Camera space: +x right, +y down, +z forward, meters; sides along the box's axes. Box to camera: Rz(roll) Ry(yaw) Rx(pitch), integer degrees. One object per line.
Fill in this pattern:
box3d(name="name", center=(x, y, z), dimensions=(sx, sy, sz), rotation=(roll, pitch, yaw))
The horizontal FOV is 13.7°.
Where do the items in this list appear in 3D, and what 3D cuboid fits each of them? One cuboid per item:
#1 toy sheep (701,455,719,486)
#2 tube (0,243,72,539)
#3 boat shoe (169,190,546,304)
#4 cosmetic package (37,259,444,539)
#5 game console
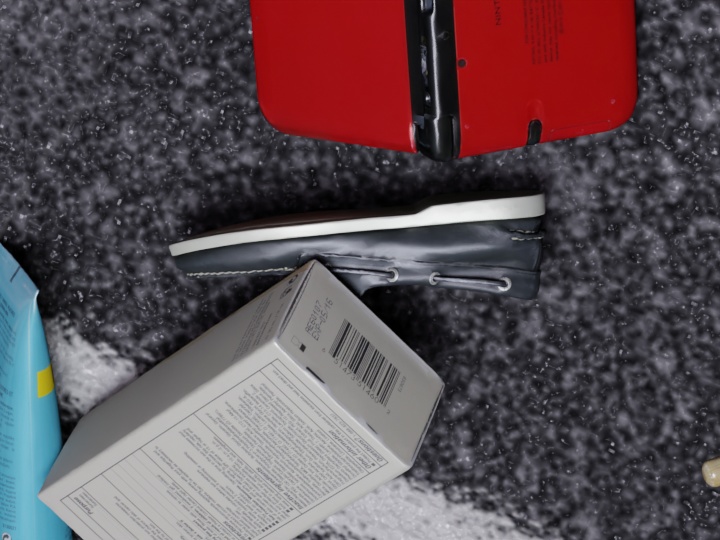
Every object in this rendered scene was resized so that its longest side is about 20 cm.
box3d(name="toy sheep", center=(0.252, 0.128, 1.533), dimensions=(0.137, 0.138, 0.201), rotation=(-7, 124, 12))
box3d(name="tube", center=(-0.184, 0.090, 1.632), dimensions=(0.050, 0.077, 0.201), rotation=(-11, 115, -25))
box3d(name="boat shoe", center=(0.001, 0.000, 1.561), dimensions=(0.199, 0.075, 0.066), rotation=(-7, 96, 2))
box3d(name="cosmetic package", center=(-0.064, 0.090, 1.566), dimensions=(0.104, 0.073, 0.200), rotation=(45, 130, -17))
box3d(name="game console", center=(0.040, -0.168, 1.526), dimensions=(0.172, 0.119, 0.201), rotation=(-11, 110, -19))
